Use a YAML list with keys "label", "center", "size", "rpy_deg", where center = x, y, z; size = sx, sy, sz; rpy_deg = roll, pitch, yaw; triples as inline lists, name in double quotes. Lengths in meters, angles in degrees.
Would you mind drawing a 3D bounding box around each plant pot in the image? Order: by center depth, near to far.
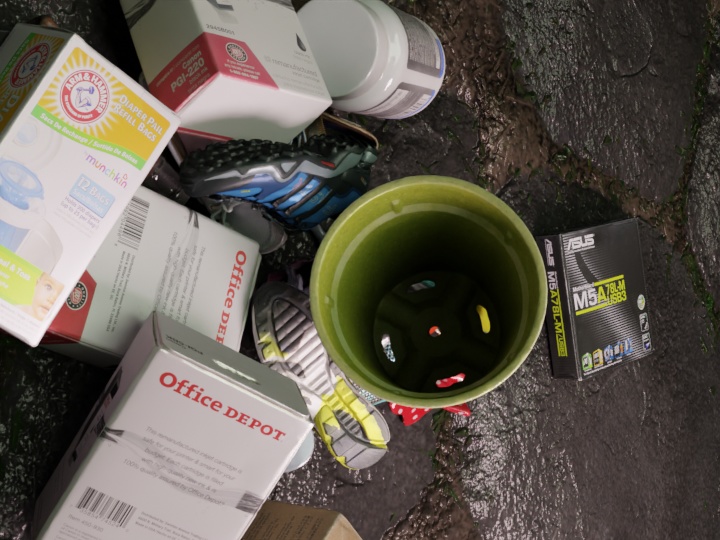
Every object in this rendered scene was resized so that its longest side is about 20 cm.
- label: "plant pot"
  center: [0.066, 0.038, 1.029]
  size: [0.184, 0.200, 0.201]
  rpy_deg: [65, 33, -73]

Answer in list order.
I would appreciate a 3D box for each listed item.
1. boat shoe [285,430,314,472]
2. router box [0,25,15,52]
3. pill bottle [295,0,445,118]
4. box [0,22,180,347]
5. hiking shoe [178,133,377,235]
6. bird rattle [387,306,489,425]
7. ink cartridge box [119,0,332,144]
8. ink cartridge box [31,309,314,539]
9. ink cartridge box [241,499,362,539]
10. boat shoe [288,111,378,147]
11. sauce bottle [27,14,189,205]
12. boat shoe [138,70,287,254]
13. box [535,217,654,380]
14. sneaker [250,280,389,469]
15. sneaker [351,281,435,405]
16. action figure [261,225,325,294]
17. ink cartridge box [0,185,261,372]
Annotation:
- label: "boat shoe"
  center: [-0.148, 0.156, 1.017]
  size: [0.201, 0.086, 0.075]
  rpy_deg: [-6, 88, -16]
- label: "router box"
  center: [-0.340, -0.107, 0.826]
  size: [0.200, 0.052, 0.158]
  rpy_deg: [-4, 108, -45]
- label: "pill bottle"
  center: [0.006, -0.213, 1.128]
  size: [0.200, 0.113, 0.114]
  rpy_deg: [-10, 94, -70]
- label: "box"
  center: [-0.242, -0.066, 0.820]
  size: [0.112, 0.101, 0.200]
  rpy_deg: [40, 77, -40]
- label: "hiking shoe"
  center: [-0.067, -0.069, 0.989]
  size: [0.199, 0.074, 0.087]
  rpy_deg: [-8, 111, -36]
- label: "bird rattle"
  center: [0.071, 0.064, 1.256]
  size: [0.163, 0.113, 0.200]
  rpy_deg: [43, 70, -21]
- label: "ink cartridge box"
  center: [-0.128, -0.218, 1.003]
  size: [0.145, 0.085, 0.200]
  rpy_deg: [5, 55, -50]
- label: "ink cartridge box"
  center: [-0.153, 0.155, 0.912]
  size: [0.147, 0.083, 0.200]
  rpy_deg: [30, 100, -20]
- label: "ink cartridge box"
  center: [-0.104, 0.301, 0.981]
  size: [0.075, 0.164, 0.200]
  rpy_deg: [54, 53, -30]
- label: "boat shoe"
  center: [-0.065, -0.136, 1.124]
  size: [0.200, 0.072, 0.073]
  rpy_deg: [-5, 91, -44]
- label: "sauce bottle"
  center: [-0.222, -0.127, 0.971]
  size: [0.200, 0.066, 0.066]
  rpy_deg: [47, 56, -30]
- label: "boat shoe"
  center: [-0.136, -0.100, 1.034]
  size: [0.202, 0.074, 0.065]
  rpy_deg: [63, 26, -11]
- label: "box"
  center: [0.319, 0.035, 1.518]
  size: [0.200, 0.047, 0.194]
  rpy_deg: [-11, 96, -46]
- label: "sneaker"
  center: [-0.050, 0.098, 1.052]
  size: [0.074, 0.085, 0.200]
  rpy_deg: [-32, 107, -16]
- label: "sneaker"
  center: [0.021, 0.088, 1.173]
  size: [0.200, 0.078, 0.091]
  rpy_deg: [-38, 128, -9]
- label: "action figure"
  center: [0.000, 0.000, 1.137]
  size: [0.200, 0.134, 0.149]
  rpy_deg: [-28, 107, -40]
- label: "ink cartridge box"
  center: [-0.197, 0.011, 0.971]
  size: [0.200, 0.084, 0.145]
  rpy_deg: [27, 68, -39]
